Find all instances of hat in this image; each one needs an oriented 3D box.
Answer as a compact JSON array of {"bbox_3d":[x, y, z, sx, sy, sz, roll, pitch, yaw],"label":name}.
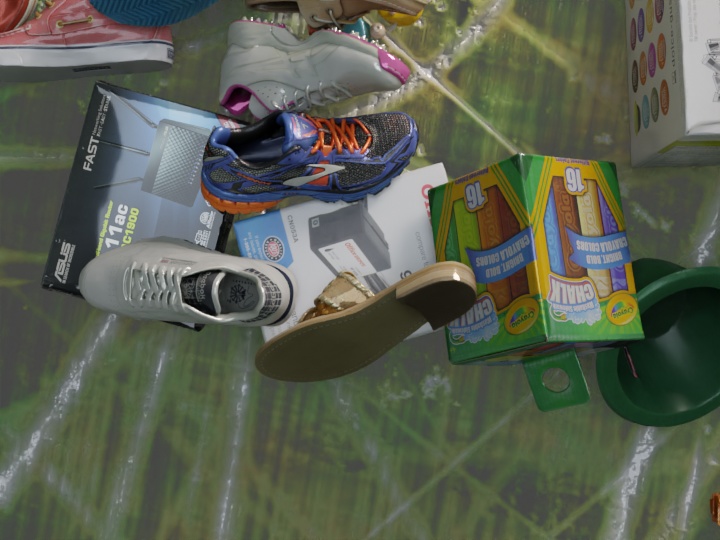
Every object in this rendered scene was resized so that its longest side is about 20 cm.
[{"bbox_3d":[0.260,0.018,1.219,0.165,0.176,0.201,-26,126,-1],"label":"hat"}]

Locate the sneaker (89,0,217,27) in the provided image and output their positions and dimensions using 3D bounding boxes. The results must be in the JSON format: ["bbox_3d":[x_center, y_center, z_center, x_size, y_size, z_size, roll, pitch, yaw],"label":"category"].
[{"bbox_3d":[-0.153,-0.283,1.165,0.198,0.077,0.081,-19,50,5],"label":"sneaker"}]

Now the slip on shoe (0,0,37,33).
[{"bbox_3d":[-0.393,-0.229,1.218,0.199,0.061,0.075,-24,86,-1],"label":"slip on shoe"}]

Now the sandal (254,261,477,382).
[{"bbox_3d":[0.005,0.028,1.117,0.210,0.078,0.070,-24,45,25],"label":"sandal"}]

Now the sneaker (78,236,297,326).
[{"bbox_3d":[-0.157,0.012,1.125,0.198,0.080,0.077,2,95,14],"label":"sneaker"}]

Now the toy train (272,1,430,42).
[{"bbox_3d":[0.000,-0.261,1.219,0.150,0.056,0.201,39,100,29],"label":"toy train"}]

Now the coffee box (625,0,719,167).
[{"bbox_3d":[0.348,-0.201,1.134,0.198,0.198,0.202,-1,87,-1],"label":"coffee box"}]

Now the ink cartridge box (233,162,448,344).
[{"bbox_3d":[0.000,0.000,1.190,0.198,0.084,0.146,-16,87,1],"label":"ink cartridge box"}]

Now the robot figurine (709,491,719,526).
[{"bbox_3d":[0.421,0.254,1.187,0.198,0.058,0.147,2,88,2],"label":"robot figurine"}]

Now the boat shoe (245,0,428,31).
[{"bbox_3d":[-0.023,-0.243,1.161,0.199,0.071,0.065,21,95,40],"label":"boat shoe"}]

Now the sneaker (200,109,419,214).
[{"bbox_3d":[-0.044,-0.103,1.130,0.198,0.079,0.076,-14,57,-5],"label":"sneaker"}]

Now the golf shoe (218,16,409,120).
[{"bbox_3d":[-0.045,-0.166,1.150,0.199,0.075,0.092,14,79,38],"label":"golf shoe"}]

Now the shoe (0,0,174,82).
[{"bbox_3d":[-0.275,-0.230,1.214,0.198,0.071,0.092,-4,87,-4],"label":"shoe"}]

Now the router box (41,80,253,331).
[{"bbox_3d":[-0.194,-0.059,1.207,0.149,0.062,0.202,15,89,2],"label":"router box"}]

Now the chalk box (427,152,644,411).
[{"bbox_3d":[0.149,0.016,1.104,0.123,0.124,0.202,2,75,-38],"label":"chalk box"}]
